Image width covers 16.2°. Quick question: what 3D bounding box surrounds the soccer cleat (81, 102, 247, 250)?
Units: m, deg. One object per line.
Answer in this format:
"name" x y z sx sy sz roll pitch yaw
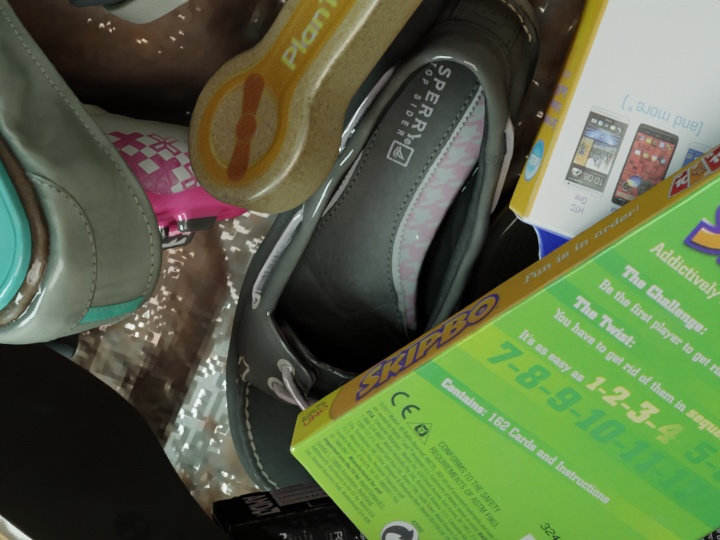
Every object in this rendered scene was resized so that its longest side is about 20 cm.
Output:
"soccer cleat" -0.131 -0.045 0.771 0.200 0.070 0.086 -3 84 -11

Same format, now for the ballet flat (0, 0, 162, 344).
"ballet flat" -0.120 -0.063 0.727 0.067 0.064 0.200 -47 64 33

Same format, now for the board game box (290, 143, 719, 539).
"board game box" 0.087 0.030 0.728 0.200 0.030 0.096 -32 110 21

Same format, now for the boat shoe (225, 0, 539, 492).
"boat shoe" 0.000 0.000 0.789 0.067 0.057 0.200 22 118 -1

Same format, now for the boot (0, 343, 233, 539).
"boot" -0.083 0.091 0.767 0.200 0.074 0.076 41 131 22

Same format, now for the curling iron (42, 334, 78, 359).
"curling iron" -0.187 0.021 0.799 0.200 0.026 0.050 -1 95 -23

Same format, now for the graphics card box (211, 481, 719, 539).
"graphics card box" 0.060 0.118 0.815 0.200 0.051 0.126 -11 97 -10

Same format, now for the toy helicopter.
"toy helicopter" 0.009 -0.107 0.713 0.079 0.132 0.200 18 111 -52

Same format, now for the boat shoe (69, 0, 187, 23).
"boat shoe" -0.050 -0.120 0.679 0.062 0.200 0.073 22 70 -20

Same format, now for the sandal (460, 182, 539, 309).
"sandal" 0.130 -0.001 0.793 0.200 0.055 0.082 0 115 8

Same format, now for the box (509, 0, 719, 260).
"box" 0.126 -0.068 0.738 0.119 0.041 0.200 19 94 -5
